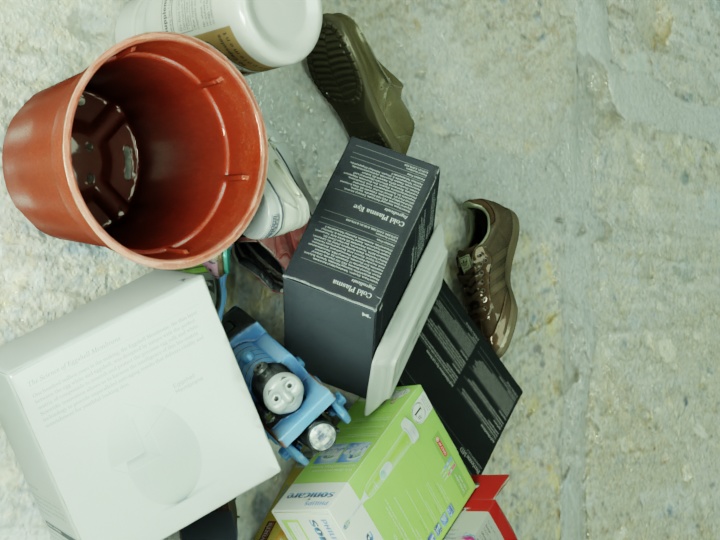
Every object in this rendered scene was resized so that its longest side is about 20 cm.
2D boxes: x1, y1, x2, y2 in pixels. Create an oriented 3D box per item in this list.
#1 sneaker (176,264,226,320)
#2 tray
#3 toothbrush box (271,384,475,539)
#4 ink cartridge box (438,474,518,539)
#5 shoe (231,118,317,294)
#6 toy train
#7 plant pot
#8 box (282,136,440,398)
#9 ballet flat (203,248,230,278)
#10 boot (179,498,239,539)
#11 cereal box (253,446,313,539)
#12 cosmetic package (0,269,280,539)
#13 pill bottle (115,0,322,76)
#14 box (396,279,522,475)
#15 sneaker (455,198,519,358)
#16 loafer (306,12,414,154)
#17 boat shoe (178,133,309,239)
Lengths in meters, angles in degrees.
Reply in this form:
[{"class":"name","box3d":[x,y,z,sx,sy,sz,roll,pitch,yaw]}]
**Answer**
[{"class":"sneaker","box3d":[-0.173,-0.004,1.603,0.082,0.071,0.201,14,76,-26]},{"class":"tray","box3d":[0.052,0.053,1.702,0.108,0.022,0.201,99,15,-53]},{"class":"toothbrush box","box3d":[0.018,0.240,1.696,0.200,0.086,0.146,-52,121,-41]},{"class":"ink cartridge box","box3d":[0.090,0.311,1.743,0.200,0.116,0.068,-51,121,-40]},{"class":"shoe","box3d":[-0.106,-0.072,1.667,0.201,0.071,0.091,58,43,-30]},{"class":"toy train","box3d":[-0.089,0.114,1.583,0.087,0.200,0.114,-44,119,-6]},{"class":"plant pot","box3d":[-0.217,-0.102,1.450,0.199,0.195,0.203,0,90,-35]},{"class":"box","box3d":[0.000,0.000,1.676,0.201,0.103,0.183,93,19,-59]},{"class":"ballet flat","box3d":[-0.150,-0.082,1.565,0.070,0.069,0.201,7,61,-2]},{"class":"boot","box3d":[-0.155,0.222,1.599,0.074,0.097,0.201,1,55,-6]},{"class":"cereal box","box3d":[-0.022,0.301,1.735,0.200,0.039,0.144,50,52,-30]},{"class":"cosmetic package","box3d":[-0.211,0.130,1.462,0.198,0.123,0.201,-27,107,-24]},{"class":"pill bottle","box3d":[-0.142,-0.239,1.555,0.114,0.199,0.115,7,80,-46]},{"class":"box","box3d":[0.085,0.126,1.841,0.200,0.078,0.142,54,48,-28]},{"class":"sneaker","box3d":[0.141,0.010,1.927,0.075,0.070,0.202,22,60,-32]},{"class":"loafer","box3d":[0.002,-0.206,1.800,0.068,0.076,0.201,-51,131,-37]},{"class":"boat shoe","box3d":[-0.114,-0.110,1.517,0.069,0.071,0.200,-8,48,-43]}]
